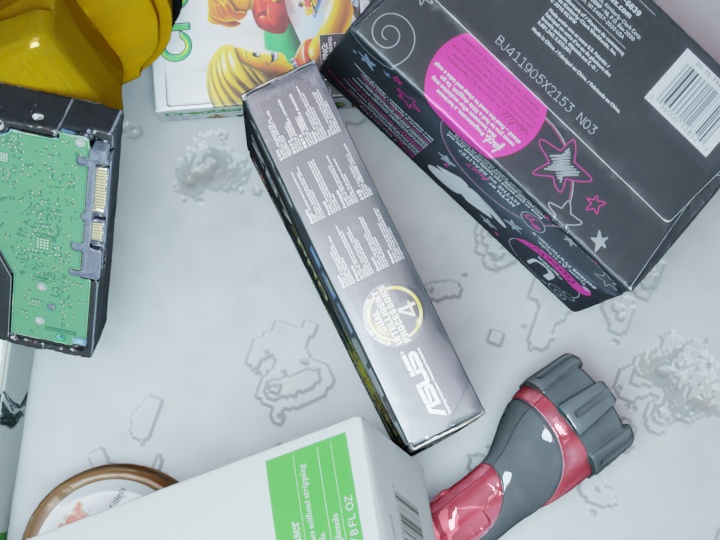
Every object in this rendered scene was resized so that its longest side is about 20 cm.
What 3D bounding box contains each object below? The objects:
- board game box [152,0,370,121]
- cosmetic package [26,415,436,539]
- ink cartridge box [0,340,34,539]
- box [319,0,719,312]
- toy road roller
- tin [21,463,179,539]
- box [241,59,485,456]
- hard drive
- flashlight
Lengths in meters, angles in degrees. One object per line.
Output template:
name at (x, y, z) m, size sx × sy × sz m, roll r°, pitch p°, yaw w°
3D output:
board game box at (-0.059, -0.190, 1.292) m, size 0.125 × 0.035 × 0.202 m, roll -5°, pitch 85°, yaw 1°
cosmetic package at (-0.062, 0.164, 1.157) m, size 0.199 × 0.085 × 0.108 m, roll -22°, pitch 59°, yaw 17°
ink cartridge box at (-0.260, 0.080, 1.248) m, size 0.146 × 0.083 × 0.202 m, roll 8°, pitch 86°, yaw 3°
box at (0.097, -0.096, 1.225) m, size 0.200 × 0.115 × 0.132 m, roll 43°, pitch 78°, yaw -4°
toy road roller at (-0.194, -0.121, 1.202) m, size 0.199 × 0.123 × 0.147 m, roll -22°, pitch 43°, yaw 16°
tin at (-0.096, 0.185, 1.259) m, size 0.199 × 0.042 × 0.112 m, roll 31°, pitch 82°, yaw 4°
box at (0.000, 0.000, 1.210) m, size 0.049 × 0.161 × 0.201 m, roll -25°, pitch 86°, yaw -6°
hard drive at (-0.223, -0.038, 1.159) m, size 0.199 × 0.038 × 0.140 m, roll 12°, pitch 127°, yaw 4°
flashlight at (0.053, 0.127, 1.228) m, size 0.199 × 0.068 × 0.068 m, roll -35°, pitch 88°, yaw -14°
